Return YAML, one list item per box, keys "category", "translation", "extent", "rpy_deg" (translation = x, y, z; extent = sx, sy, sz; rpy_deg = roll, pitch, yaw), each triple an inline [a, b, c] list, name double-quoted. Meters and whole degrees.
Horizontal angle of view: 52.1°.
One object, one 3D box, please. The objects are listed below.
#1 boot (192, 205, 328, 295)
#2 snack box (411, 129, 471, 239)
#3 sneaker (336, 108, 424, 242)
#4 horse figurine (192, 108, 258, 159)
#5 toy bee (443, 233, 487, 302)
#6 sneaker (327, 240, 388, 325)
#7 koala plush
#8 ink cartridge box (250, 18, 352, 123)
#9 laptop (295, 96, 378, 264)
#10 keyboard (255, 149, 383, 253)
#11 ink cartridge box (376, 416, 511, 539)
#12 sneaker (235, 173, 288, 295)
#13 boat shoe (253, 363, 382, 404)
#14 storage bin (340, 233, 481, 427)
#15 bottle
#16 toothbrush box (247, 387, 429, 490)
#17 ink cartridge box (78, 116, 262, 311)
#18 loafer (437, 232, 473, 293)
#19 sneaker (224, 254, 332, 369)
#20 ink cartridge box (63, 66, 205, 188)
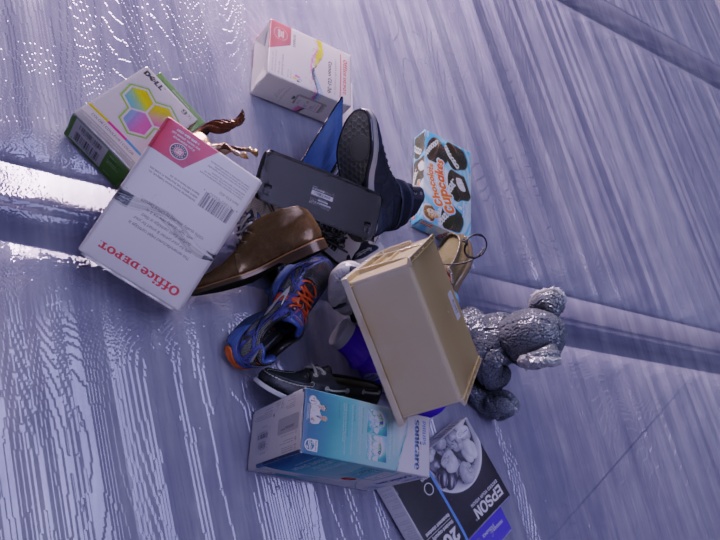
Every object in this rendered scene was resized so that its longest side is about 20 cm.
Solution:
- category: "boot"
  translation: [-0.149, -0.024, 1.012]
  extent: [0.199, 0.074, 0.076]
  rpy_deg: [-24, 90, -3]
- category: "snack box"
  translation: [0.152, -0.153, 1.369]
  extent: [0.116, 0.037, 0.201]
  rpy_deg: [20, 58, -28]
- category: "sneaker"
  translation: [0.036, -0.157, 1.173]
  extent: [0.146, 0.077, 0.203]
  rpy_deg: [-17, 113, -46]
- category: "horse figurine"
  translation: [-0.230, -0.150, 1.056]
  extent: [0.132, 0.050, 0.201]
  rpy_deg: [14, 60, 9]
- category: "toy bee"
  translation: [0.110, 0.032, 1.161]
  extent: [0.200, 0.109, 0.131]
  rpy_deg: [-39, 119, -16]
- category: "sneaker"
  translation: [0.000, 0.000, 1.107]
  extent: [0.199, 0.079, 0.130]
  rpy_deg: [48, 34, -57]
- category: "koala plush"
  translation: [0.248, 0.120, 1.195]
  extent: [0.184, 0.200, 0.178]
  rpy_deg: [39, 51, -21]
- category: "ink cartridge box"
  translation: [-0.081, -0.329, 1.258]
  extent: [0.199, 0.067, 0.117]
  rpy_deg: [16, 60, -31]
- category: "laptop"
  translation: [-0.018, -0.131, 1.180]
  extent: [0.200, 0.116, 0.188]
  rpy_deg: [39, 52, -16]
- category: "keyboard"
  translation: [-0.066, -0.094, 1.073]
  extent: [0.199, 0.040, 0.105]
  rpy_deg: [20, 77, -24]
- category: "ink cartridge box"
  translation: [0.143, 0.358, 1.116]
  extent: [0.198, 0.043, 0.201]
  rpy_deg: [-28, 88, -42]
- category: "sneaker"
  translation: [-0.148, -0.052, 1.074]
  extent: [0.085, 0.077, 0.201]
  rpy_deg: [-31, 88, -37]
- category: "boat shoe"
  translation: [-0.055, 0.160, 1.033]
  extent: [0.199, 0.076, 0.061]
  rpy_deg: [23, 93, -38]
- category: "storage bin"
  translation: [0.078, 0.068, 0.992]
  extent: [0.201, 0.093, 0.199]
  rpy_deg: [68, 19, -6]
- category: "bottle"
  translation: [0.042, 0.148, 1.113]
  extent: [0.200, 0.083, 0.065]
  rpy_deg: [38, 52, -18]
- category: "toothbrush box"
  translation: [-0.028, 0.230, 0.981]
  extent: [0.199, 0.146, 0.086]
  rpy_deg: [18, 59, -30]
- category: "ink cartridge box"
  translation: [-0.244, -0.069, 0.949]
  extent: [0.144, 0.084, 0.201]
  rpy_deg: [34, 80, -18]
- category: "loafer"
  translation: [0.136, 0.006, 1.256]
  extent: [0.067, 0.076, 0.201]
  rpy_deg: [39, 51, -24]
- category: "sneaker"
  translation: [-0.097, 0.061, 1.021]
  extent: [0.200, 0.078, 0.075]
  rpy_deg: [-54, 126, -21]
- category: "ink cartridge box"
  translation: [-0.304, -0.215, 1.042]
  extent: [0.104, 0.059, 0.200]
  rpy_deg: [47, 49, -8]
